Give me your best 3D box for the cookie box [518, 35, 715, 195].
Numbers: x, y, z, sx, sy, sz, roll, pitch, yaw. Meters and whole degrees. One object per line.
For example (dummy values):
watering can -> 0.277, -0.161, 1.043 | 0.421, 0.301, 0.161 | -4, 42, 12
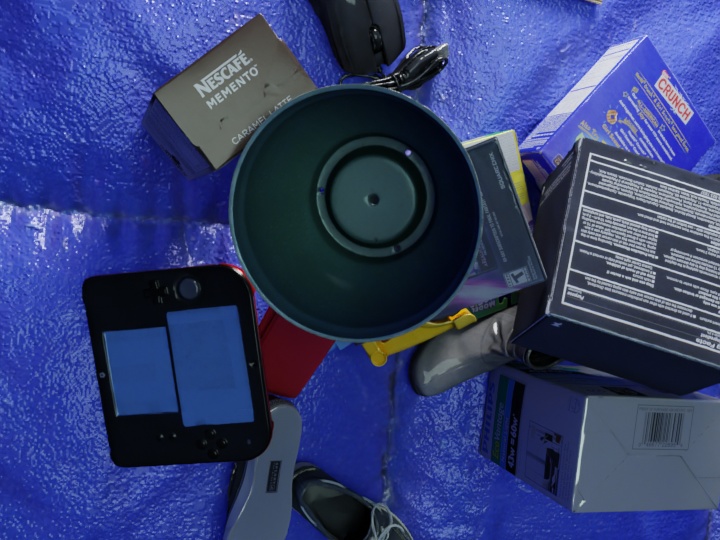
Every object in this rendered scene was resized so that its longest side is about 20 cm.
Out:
cookie box -> 0.309, -0.149, 0.940 | 0.200, 0.075, 0.171 | -46, 109, -10

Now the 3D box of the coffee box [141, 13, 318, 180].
coffee box -> -0.127, -0.149, 0.707 | 0.114, 0.200, 0.080 | -41, 105, -12

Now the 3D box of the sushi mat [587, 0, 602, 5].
sushi mat -> 0.208, -0.383, 0.909 | 0.199, 0.012, 0.096 | 7, 95, -21

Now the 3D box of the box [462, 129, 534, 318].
box -> 0.144, -0.052, 0.905 | 0.117, 0.048, 0.201 | -18, 99, -18

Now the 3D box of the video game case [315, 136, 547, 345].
video game case -> 0.060, -0.024, 0.741 | 0.199, 0.019, 0.144 | -20, 102, 11

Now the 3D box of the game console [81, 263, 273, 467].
game console -> -0.181, 0.097, 0.773 | 0.176, 0.031, 0.201 | -6, 98, 4

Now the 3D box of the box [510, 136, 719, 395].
box -> 0.280, 0.001, 0.801 | 0.199, 0.123, 0.199 | 18, 68, -1

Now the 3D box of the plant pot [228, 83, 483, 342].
plant pot -> 0.004, -0.054, 0.659 | 0.199, 0.134, 0.202 | 2, 102, 8

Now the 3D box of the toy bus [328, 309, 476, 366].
toy bus -> 0.000, 0.000, 0.824 | 0.191, 0.136, 0.201 | -29, 103, 1

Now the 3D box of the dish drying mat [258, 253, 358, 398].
dish drying mat -> -0.064, 0.065, 0.778 | 0.076, 0.018, 0.200 | 22, 133, -12

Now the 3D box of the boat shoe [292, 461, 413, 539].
boat shoe -> -0.003, 0.289, 0.878 | 0.075, 0.062, 0.200 | -48, 110, -12

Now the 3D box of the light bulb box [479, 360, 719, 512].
light bulb box -> 0.273, 0.185, 0.897 | 0.197, 0.200, 0.126 | 6, 93, -21

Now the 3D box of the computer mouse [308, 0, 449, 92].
computer mouse -> 0.008, -0.275, 0.825 | 0.138, 0.053, 0.201 | -33, 106, -13

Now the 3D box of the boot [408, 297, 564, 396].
boot -> 0.158, 0.088, 0.879 | 0.199, 0.132, 0.070 | -32, 107, -15

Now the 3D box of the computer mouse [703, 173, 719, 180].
computer mouse -> 0.365, -0.042, 0.946 | 0.140, 0.046, 0.200 | -27, 149, -16

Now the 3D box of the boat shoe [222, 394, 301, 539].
boat shoe -> -0.109, 0.232, 0.836 | 0.068, 0.057, 0.201 | 13, 92, -30
